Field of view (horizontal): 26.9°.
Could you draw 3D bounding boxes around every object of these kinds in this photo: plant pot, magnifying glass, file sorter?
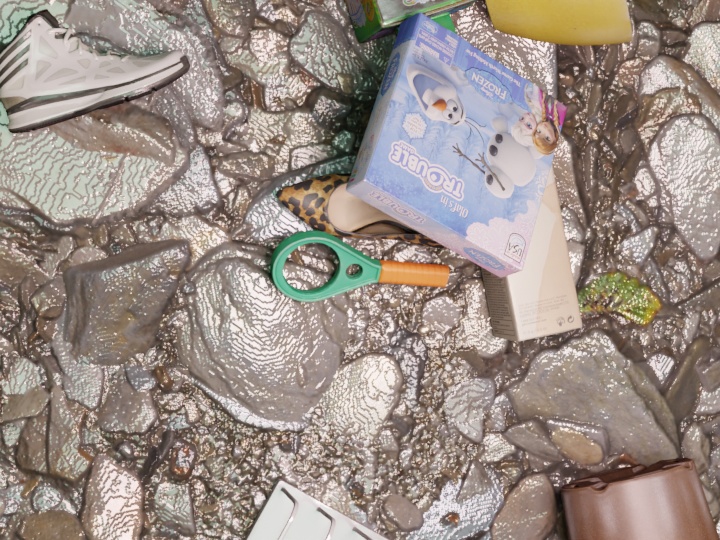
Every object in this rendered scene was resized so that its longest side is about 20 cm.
[{"bbox_3d":[0.313,0.315,1.632,0.199,0.200,0.199,-11,86,-11],"label":"plant pot"},{"bbox_3d":[0.000,0.000,1.633,0.199,0.022,0.080,3,117,-18],"label":"magnifying glass"},{"bbox_3d":[0.199,-0.324,1.608,0.141,0.200,0.201,-14,94,9],"label":"plant pot"},{"bbox_3d":[-0.027,0.336,1.590,0.199,0.125,0.139,30,84,-10],"label":"file sorter"}]

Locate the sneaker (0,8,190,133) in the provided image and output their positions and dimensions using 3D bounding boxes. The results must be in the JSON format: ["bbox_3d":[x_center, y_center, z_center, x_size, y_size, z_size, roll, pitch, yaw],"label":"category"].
[{"bbox_3d":[-0.283,-0.223,1.556,0.199,0.076,0.116,-18,96,-8],"label":"sneaker"}]

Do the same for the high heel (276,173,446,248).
[{"bbox_3d":[0.015,-0.065,1.583,0.199,0.143,0.072,10,90,-11],"label":"high heel"}]

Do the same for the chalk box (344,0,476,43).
[{"bbox_3d":[0.048,-0.318,1.599,0.124,0.124,0.201,-18,95,-11],"label":"chalk box"}]

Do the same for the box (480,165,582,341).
[{"bbox_3d":[0.175,-0.029,1.642,0.077,0.095,0.201,-11,94,-12],"label":"box"}]

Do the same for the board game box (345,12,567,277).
[{"bbox_3d":[0.102,-0.126,1.523,0.199,0.043,0.200,28,67,-23],"label":"board game box"}]
